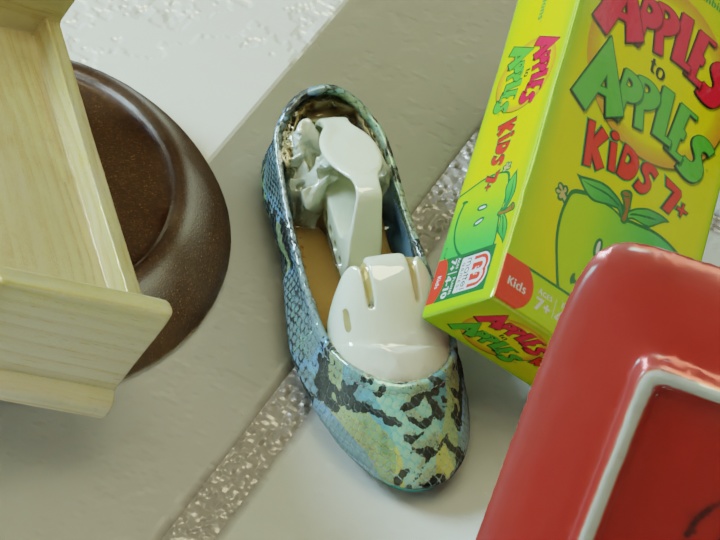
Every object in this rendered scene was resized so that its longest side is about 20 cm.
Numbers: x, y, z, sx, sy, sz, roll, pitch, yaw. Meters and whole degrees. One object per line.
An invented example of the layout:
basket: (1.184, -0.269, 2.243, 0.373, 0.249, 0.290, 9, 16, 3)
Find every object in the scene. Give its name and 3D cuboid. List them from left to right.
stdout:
toy sofa: (-0.154, -0.030, 1.232, 0.083, 0.098, 0.200, 12, 42, -35)
plant saucer: (-0.153, -0.031, 1.297, 0.200, 0.032, 0.200, 5, 48, -6)
ballet flat: (0.000, 0.000, 1.277, 0.074, 0.074, 0.200, -8, 51, -19)
board game box: (0.103, -0.047, 1.286, 0.102, 0.048, 0.200, 32, 60, -28)
butter dish: (0.160, 0.088, 1.180, 0.199, 0.200, 0.148, 21, 22, 7)
